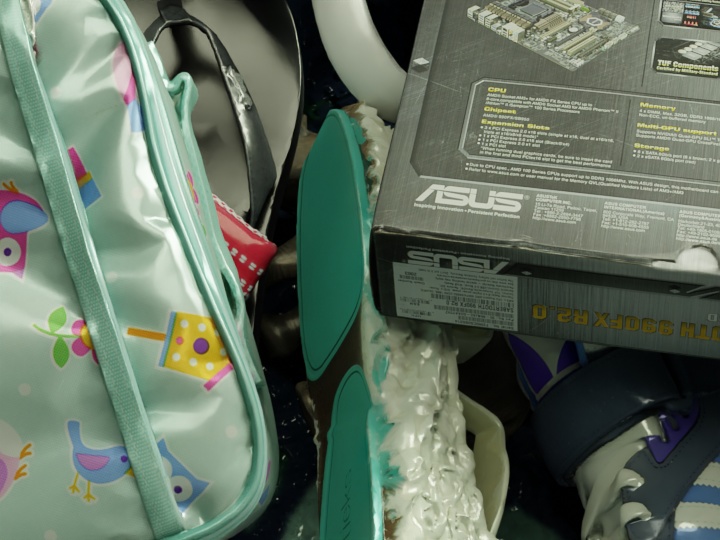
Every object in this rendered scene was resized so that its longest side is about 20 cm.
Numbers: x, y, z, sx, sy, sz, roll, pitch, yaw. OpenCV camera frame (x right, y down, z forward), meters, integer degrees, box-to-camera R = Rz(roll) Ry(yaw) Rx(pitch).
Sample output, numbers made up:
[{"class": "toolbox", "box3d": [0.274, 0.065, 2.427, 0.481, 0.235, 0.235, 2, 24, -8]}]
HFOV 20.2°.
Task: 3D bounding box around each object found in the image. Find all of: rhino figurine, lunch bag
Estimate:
[{"class": "rhino figurine", "box3d": [0.000, 0.000, 0.766, 0.087, 0.060, 0.201, -19, 53, -8]}, {"class": "lunch bag", "box3d": [-0.114, 0.007, 0.638, 0.159, 0.077, 0.202, -20, 84, 4]}]

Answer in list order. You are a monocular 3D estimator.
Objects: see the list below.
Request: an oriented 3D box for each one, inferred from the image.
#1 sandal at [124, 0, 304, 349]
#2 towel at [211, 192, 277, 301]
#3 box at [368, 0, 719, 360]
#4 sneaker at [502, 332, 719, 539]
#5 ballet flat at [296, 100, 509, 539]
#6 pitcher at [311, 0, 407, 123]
[{"class": "sandal", "box3d": [-0.059, -0.036, 0.723, 0.075, 0.043, 0.202, -3, 69, 4]}, {"class": "towel", "box3d": [-0.142, 0.028, 0.691, 0.144, 0.022, 0.201, 39, 92, 7]}, {"class": "box", "box3d": [0.113, -0.050, 0.643, 0.198, 0.049, 0.160, 7, 54, 9]}, {"class": "sneaker", "box3d": [0.083, 0.079, 0.666, 0.146, 0.081, 0.200, 42, 51, 6]}, {"class": "ballet flat", "box3d": [0.015, 0.037, 0.669, 0.071, 0.072, 0.202, -2, 55, -1]}, {"class": "pitcher", "box3d": [0.015, -0.149, 0.775, 0.173, 0.121, 0.200, 63, 33, -4]}]
